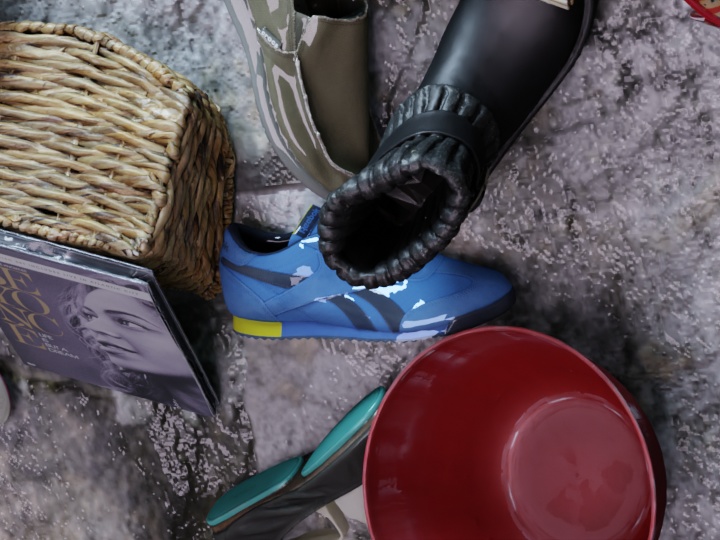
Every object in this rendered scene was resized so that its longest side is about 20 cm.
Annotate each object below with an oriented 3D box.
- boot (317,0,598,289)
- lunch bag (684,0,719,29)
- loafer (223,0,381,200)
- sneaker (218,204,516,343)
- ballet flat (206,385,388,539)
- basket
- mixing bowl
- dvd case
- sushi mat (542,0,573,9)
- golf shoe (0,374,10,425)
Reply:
[{"bbox_3d":[0.060,-0.094,1.452,0.079,0.158,0.212,30,116,8],"label":"boot"},{"bbox_3d":[0.233,-0.229,1.343,0.200,0.082,0.176,-36,113,23],"label":"lunch bag"},{"bbox_3d":[-0.029,-0.135,1.526,0.069,0.075,0.201,-16,104,34],"label":"loafer"},{"bbox_3d":[0.000,0.000,1.578,0.199,0.066,0.079,0,108,25],"label":"sneaker"},{"bbox_3d":[-0.021,0.142,1.654,0.068,0.068,0.200,44,133,-10],"label":"ballet flat"},{"bbox_3d":[-0.182,-0.079,1.629,0.199,0.149,0.143,12,83,20],"label":"basket"},{"bbox_3d":[0.112,0.132,1.542,0.199,0.108,0.201,1,91,30],"label":"mixing bowl"},{"bbox_3d":[-0.181,0.033,1.631,0.148,0.016,0.200,15,156,17],"label":"dvd case"},{"bbox_3d":[0.049,-0.219,1.441,0.200,0.012,0.096,25,130,40],"label":"sushi mat"},{"bbox_3d":[-0.346,0.108,1.770,0.199,0.092,0.076,-16,106,31],"label":"golf shoe"}]
